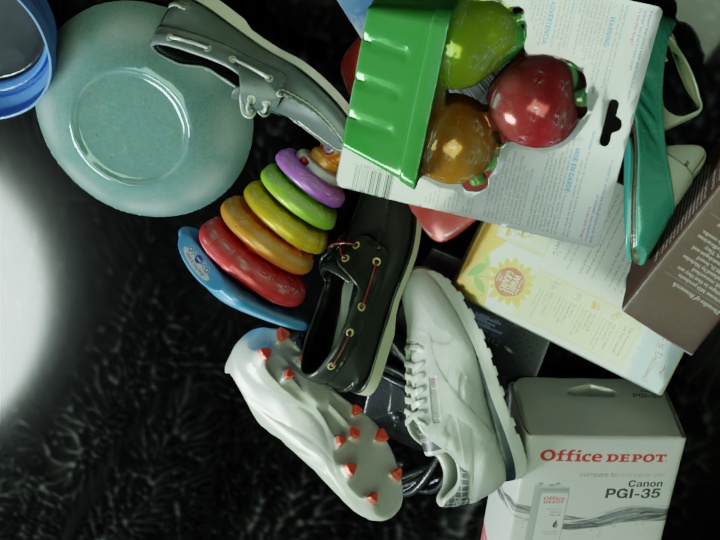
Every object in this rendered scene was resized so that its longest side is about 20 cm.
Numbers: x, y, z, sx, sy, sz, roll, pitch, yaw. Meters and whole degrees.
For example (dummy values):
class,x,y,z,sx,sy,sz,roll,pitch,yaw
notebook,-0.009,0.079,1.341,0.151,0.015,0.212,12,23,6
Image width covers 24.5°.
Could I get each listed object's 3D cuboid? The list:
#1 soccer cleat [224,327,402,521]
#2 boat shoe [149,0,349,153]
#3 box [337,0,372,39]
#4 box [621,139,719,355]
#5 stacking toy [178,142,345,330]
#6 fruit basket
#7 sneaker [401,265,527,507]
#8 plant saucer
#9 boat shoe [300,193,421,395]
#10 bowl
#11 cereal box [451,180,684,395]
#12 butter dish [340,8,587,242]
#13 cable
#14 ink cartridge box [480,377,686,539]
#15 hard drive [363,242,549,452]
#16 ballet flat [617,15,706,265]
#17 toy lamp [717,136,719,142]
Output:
class,x,y,z,sx,sy,sz,roll,pitch,yaw
soccer cleat,-0.039,0.135,1.431,0.200,0.069,0.077,51,141,0
boat shoe,-0.084,-0.149,1.342,0.199,0.062,0.073,38,162,8
box,0.024,-0.250,1.241,0.122,0.047,0.201,-43,67,29
box,0.285,-0.044,1.260,0.075,0.100,0.201,33,122,-4
stacking toy,-0.052,-0.059,1.397,0.109,0.116,0.201,24,108,-47
fruit basket,0.093,-0.123,1.162,0.198,0.094,0.187,11,117,0
sneaker,0.069,0.095,1.372,0.080,0.076,0.202,-22,92,-12
plant saucer,-0.192,-0.129,1.420,0.199,0.039,0.203,6,120,10
boat shoe,0.001,0.000,1.371,0.063,0.073,0.204,15,89,-27
bowl,-0.346,-0.207,1.374,0.198,0.040,0.202,9,144,7
cereal box,0.193,-0.005,1.373,0.198,0.040,0.145,27,99,-2
butter dish,0.114,-0.143,1.290,0.200,0.147,0.201,-44,57,27
cable,0.007,0.131,1.462,0.163,0.051,0.200,-37,98,33
ink cartridge box,0.191,0.201,1.462,0.145,0.083,0.202,1,121,-9
hard drive,0.088,0.076,1.464,0.134,0.042,0.201,21,121,1
ballet flat,0.230,-0.107,1.275,0.070,0.067,0.202,-5,80,7
toy lamp,0.363,-0.040,1.330,0.058,0.058,0.200,-33,104,26
